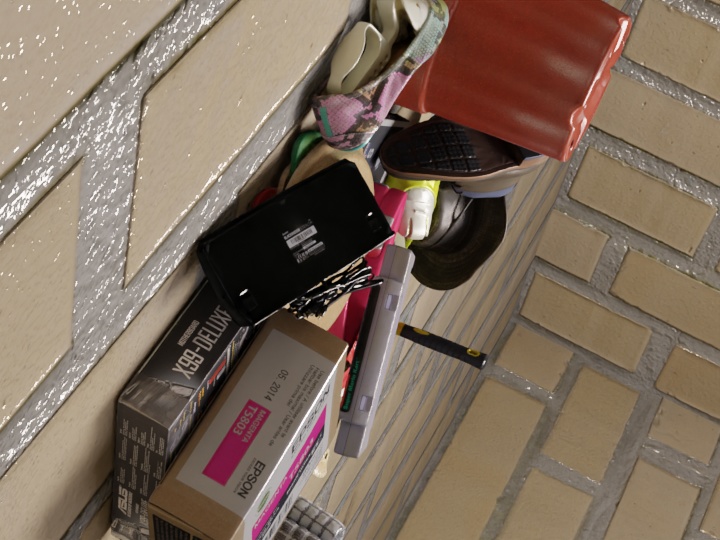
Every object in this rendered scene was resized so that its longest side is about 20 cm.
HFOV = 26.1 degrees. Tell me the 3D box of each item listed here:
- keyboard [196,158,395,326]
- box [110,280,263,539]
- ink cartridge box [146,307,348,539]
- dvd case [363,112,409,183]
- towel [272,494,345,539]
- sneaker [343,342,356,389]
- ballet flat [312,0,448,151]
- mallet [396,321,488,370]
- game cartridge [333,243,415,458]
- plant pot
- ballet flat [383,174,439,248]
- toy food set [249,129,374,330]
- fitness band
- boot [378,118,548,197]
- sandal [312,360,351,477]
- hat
[{"bbox_3d":[-0.051,-0.009,1.234,0.039,0.105,0.199,-26,-176,45],"label":"keyboard"},{"bbox_3d":[-0.139,0.116,1.256,0.158,0.049,0.201,-56,167,-37],"label":"box"},{"bbox_3d":[-0.089,0.156,1.253,0.201,0.074,0.165,-57,169,-29],"label":"ink cartridge box"},{"bbox_3d":[-0.009,-0.083,1.512,0.152,0.025,0.200,-66,171,9],"label":"dvd case"},{"bbox_3d":[-0.118,0.283,1.452,0.086,0.164,0.202,-41,154,-56],"label":"towel"},{"bbox_3d":[-0.022,0.081,1.695,0.200,0.078,0.116,-55,168,-47],"label":"sneaker"},{"bbox_3d":[0.018,-0.188,1.309,0.201,0.068,0.072,-58,142,-33],"label":"ballet flat"},{"bbox_3d":[0.033,0.064,1.593,0.066,0.198,0.042,-42,151,-48],"label":"mallet"},{"bbox_3d":[0.013,0.076,1.496,0.130,0.038,0.203,23,81,-82],"label":"game cartridge"},{"bbox_3d":[0.140,-0.211,1.472,0.202,0.193,0.201,-61,169,-20],"label":"plant pot"},{"bbox_3d":[0.039,-0.042,1.635,0.201,0.066,0.067,-58,-143,32],"label":"ballet flat"},{"bbox_3d":[-0.046,-0.027,1.335,0.198,0.048,0.203,-31,135,-60],"label":"toy food set"},{"bbox_3d":[0.000,0.000,1.518,0.201,0.037,0.145,-63,172,-54],"label":"fitness band"},{"bbox_3d":[0.098,-0.100,1.558,0.198,0.075,0.097,-8,152,-25],"label":"boot"},{"bbox_3d":[-0.064,0.180,1.516,0.211,0.070,0.078,-42,175,16],"label":"sandal"},{"bbox_3d":[0.074,-0.083,1.700,0.080,0.200,0.203,9,111,-39],"label":"hat"}]
